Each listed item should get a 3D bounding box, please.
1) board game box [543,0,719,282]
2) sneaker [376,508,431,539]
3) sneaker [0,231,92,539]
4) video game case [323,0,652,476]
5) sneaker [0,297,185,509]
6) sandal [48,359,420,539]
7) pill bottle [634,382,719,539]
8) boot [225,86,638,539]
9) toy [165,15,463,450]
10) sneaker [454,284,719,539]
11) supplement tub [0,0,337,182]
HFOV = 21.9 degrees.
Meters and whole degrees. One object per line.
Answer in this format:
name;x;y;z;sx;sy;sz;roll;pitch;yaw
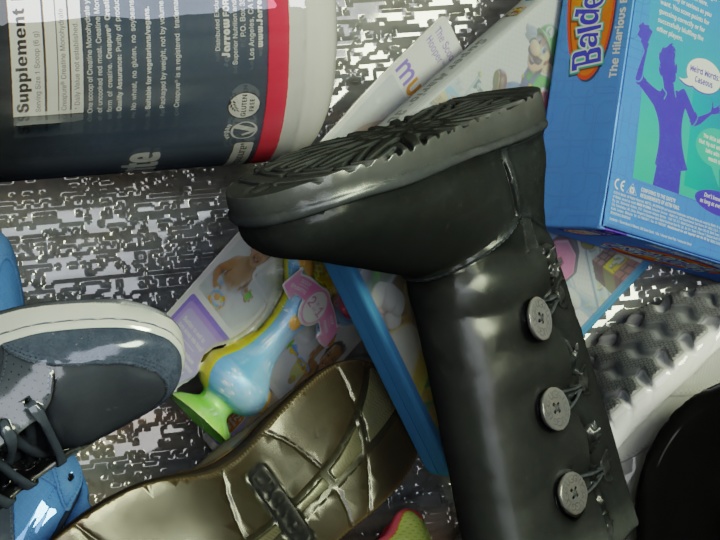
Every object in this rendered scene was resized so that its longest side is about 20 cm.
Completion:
board game box;0.155;-0.103;0.857;0.152;0.045;0.201;15;82;-42
sneaker;-0.054;0.145;0.822;0.199;0.078;0.091;-1;72;-14
sneaker;-0.146;0.076;0.784;0.078;0.066;0.201;-1;69;1
video game case;0.067;-0.027;0.821;0.200;0.018;0.144;-43;118;-33
sneaker;-0.149;0.099;0.682;0.201;0.077;0.147;-19;51;-1
sandal;-0.059;0.104;0.770;0.200;0.055;0.082;-39;100;-33
pill bottle;0.226;0.119;0.832;0.199;0.112;0.112;16;82;-38
boot;0.034;0.042;0.739;0.164;0.065;0.201;-21;106;-40
toy;0.000;0.000;0.818;0.200;0.115;0.047;-45;53;-9
sneaker;0.124;0.093;0.868;0.082;0.075;0.200;42;86;-20
supplement tub;-0.119;-0.109;0.779;0.199;0.140;0.141;-5;87;-15
